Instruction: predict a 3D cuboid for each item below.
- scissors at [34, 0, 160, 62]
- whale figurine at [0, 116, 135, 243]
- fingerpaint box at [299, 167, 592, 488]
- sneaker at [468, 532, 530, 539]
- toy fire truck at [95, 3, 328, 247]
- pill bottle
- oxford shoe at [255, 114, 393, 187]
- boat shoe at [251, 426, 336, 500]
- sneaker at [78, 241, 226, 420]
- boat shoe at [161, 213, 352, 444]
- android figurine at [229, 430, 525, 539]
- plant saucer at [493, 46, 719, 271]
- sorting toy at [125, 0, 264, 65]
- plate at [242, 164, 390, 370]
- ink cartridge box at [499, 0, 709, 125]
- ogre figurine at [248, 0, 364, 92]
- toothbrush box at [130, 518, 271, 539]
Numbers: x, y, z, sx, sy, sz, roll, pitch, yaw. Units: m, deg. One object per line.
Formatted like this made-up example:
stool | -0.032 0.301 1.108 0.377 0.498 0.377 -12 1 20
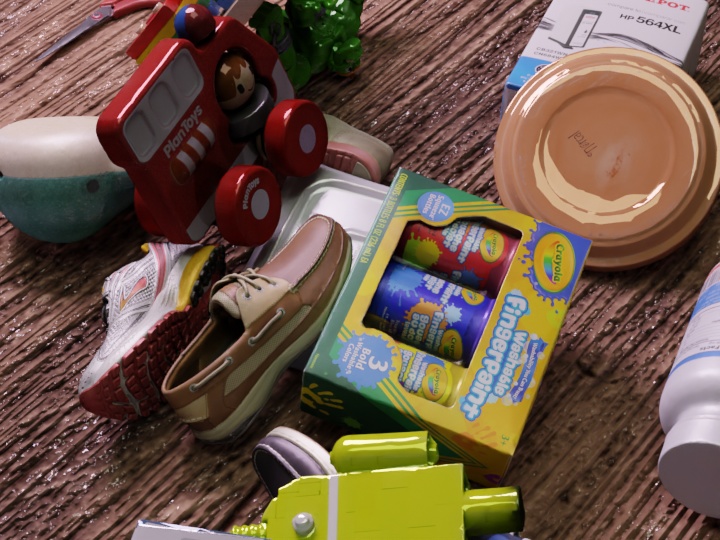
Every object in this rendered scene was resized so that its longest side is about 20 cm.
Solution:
scissors | -0.269 -0.269 1.566 0.200 0.014 0.073 -31 55 -26
whale figurine | -0.231 -0.082 1.331 0.159 0.104 0.200 12 17 43
fingerpaint box | 0.067 0.041 1.163 0.166 0.073 0.200 22 61 7
sneaker | 0.128 0.222 1.030 0.146 0.081 0.200 -4 43 -12
toy fire truck | -0.124 -0.123 1.239 0.112 0.168 0.200 7 50 33
pill bottle | 0.290 0.087 1.138 0.112 0.112 0.200 17 48 16
oxford shoe | -0.066 -0.116 1.381 0.199 0.071 0.074 22 34 13
boat shoe | -0.025 0.192 1.061 0.065 0.072 0.200 -23 55 -28
sneaker | -0.177 0.046 1.212 0.082 0.078 0.200 10 36 15
boat shoe | -0.080 0.037 1.162 0.076 0.074 0.200 10 62 52
android figurine | 0.009 0.190 0.990 0.199 0.041 0.182 -4 53 10
plant saucer | 0.214 -0.100 1.306 0.200 0.032 0.201 -3 76 12
sorting toy | -0.135 -0.254 1.380 0.070 0.199 0.200 37 21 -13
plate | 0.000 0.000 1.253 0.199 0.032 0.200 17 58 14
ink cartridge box | 0.232 -0.187 1.431 0.146 0.084 0.200 16 48 16
ogre figurine | -0.041 -0.249 1.469 0.098 0.120 0.200 12 47 6
toothbrush box | -0.104 0.268 0.892 0.085 0.200 0.147 8 44 7
